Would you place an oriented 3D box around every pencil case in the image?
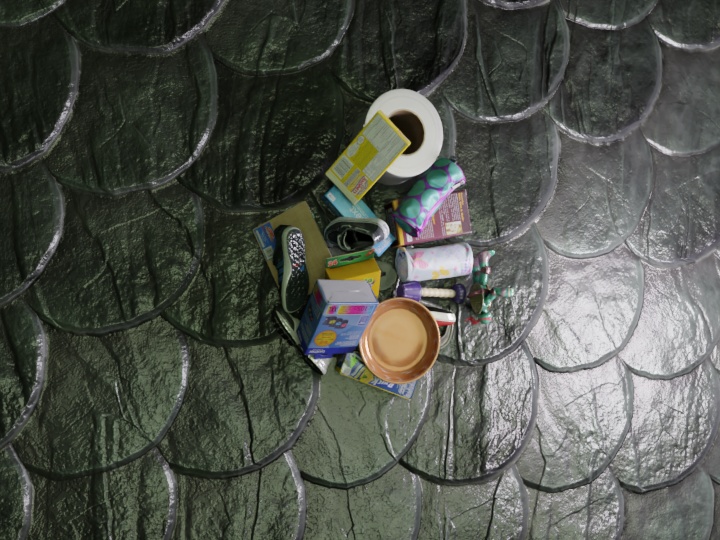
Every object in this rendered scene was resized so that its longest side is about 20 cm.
[{"bbox_3d":[0.164,-0.174,1.373,0.092,0.085,0.201,33,77,33],"label":"pencil case"},{"bbox_3d":[0.185,-0.023,1.463,0.195,0.092,0.084,-5,135,-17],"label":"pencil case"}]

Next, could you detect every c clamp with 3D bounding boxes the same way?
[{"bbox_3d":[0.159,0.107,1.489,0.197,0.027,0.174,24,84,-12],"label":"c clamp"}]

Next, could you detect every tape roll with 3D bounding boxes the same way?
[{"bbox_3d":[0.087,-0.320,1.417,0.198,0.139,0.208,0,90,-15],"label":"tape roll"}]

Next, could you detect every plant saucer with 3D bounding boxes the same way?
[{"bbox_3d":[0.091,0.166,1.385,0.195,0.037,0.206,0,91,-4],"label":"plant saucer"}]

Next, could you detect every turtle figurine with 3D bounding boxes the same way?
[{"bbox_3d":[0.319,0.060,1.467,0.099,0.149,0.205,2,74,-29],"label":"turtle figurine"}]

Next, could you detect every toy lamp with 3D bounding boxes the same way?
[{"bbox_3d":[0.176,0.056,1.444,0.196,0.058,0.060,3,89,-32],"label":"toy lamp"}]

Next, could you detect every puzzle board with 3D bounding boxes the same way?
[{"bbox_3d":[-0.152,-0.041,1.386,0.148,0.017,0.203,-26,86,7],"label":"puzzle board"}]

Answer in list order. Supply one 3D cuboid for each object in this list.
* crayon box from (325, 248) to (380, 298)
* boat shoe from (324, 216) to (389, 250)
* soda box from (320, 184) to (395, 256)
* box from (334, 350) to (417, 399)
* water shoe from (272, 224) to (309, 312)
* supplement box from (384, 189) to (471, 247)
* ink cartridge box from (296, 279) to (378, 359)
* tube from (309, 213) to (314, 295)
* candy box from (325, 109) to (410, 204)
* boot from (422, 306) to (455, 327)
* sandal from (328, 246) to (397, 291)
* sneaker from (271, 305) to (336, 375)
[{"bbox_3d":[-0.021,0.047,1.365,0.124,0.051,0.203,-13,137,-16],"label":"crayon box"},{"bbox_3d":[-0.024,-0.078,1.358,0.068,0.197,0.073,-42,121,-37],"label":"boat shoe"},{"bbox_3d":[-0.006,-0.127,1.427,0.064,0.068,0.201,-43,99,-10],"label":"soda box"},{"bbox_3d":[0.039,0.252,1.435,0.196,0.070,0.066,23,84,-13],"label":"box"},{"bbox_3d":[-0.165,-0.006,1.353,0.070,0.078,0.205,-8,109,-37],"label":"water shoe"},{"bbox_3d":[0.170,-0.130,1.463,0.195,0.086,0.113,-10,91,-14],"label":"supplement box"},{"bbox_3d":[-0.060,0.119,1.323,0.134,0.077,0.202,1,133,-29],"label":"ink cartridge box"},{"bbox_3d":[-0.121,-0.028,1.411,0.076,0.050,0.205,-17,91,-6],"label":"tube"},{"bbox_3d":[0.015,-0.255,1.324,0.102,0.026,0.200,44,120,-3],"label":"candy box"},{"bbox_3d":[0.139,0.166,1.445,0.195,0.072,0.148,-1,94,-2],"label":"boot"},{"bbox_3d":[-0.001,0.001,1.441,0.196,0.043,0.078,16,86,-13],"label":"sandal"},{"bbox_3d":[-0.135,0.156,1.400,0.080,0.073,0.201,-46,105,-22],"label":"sneaker"}]
